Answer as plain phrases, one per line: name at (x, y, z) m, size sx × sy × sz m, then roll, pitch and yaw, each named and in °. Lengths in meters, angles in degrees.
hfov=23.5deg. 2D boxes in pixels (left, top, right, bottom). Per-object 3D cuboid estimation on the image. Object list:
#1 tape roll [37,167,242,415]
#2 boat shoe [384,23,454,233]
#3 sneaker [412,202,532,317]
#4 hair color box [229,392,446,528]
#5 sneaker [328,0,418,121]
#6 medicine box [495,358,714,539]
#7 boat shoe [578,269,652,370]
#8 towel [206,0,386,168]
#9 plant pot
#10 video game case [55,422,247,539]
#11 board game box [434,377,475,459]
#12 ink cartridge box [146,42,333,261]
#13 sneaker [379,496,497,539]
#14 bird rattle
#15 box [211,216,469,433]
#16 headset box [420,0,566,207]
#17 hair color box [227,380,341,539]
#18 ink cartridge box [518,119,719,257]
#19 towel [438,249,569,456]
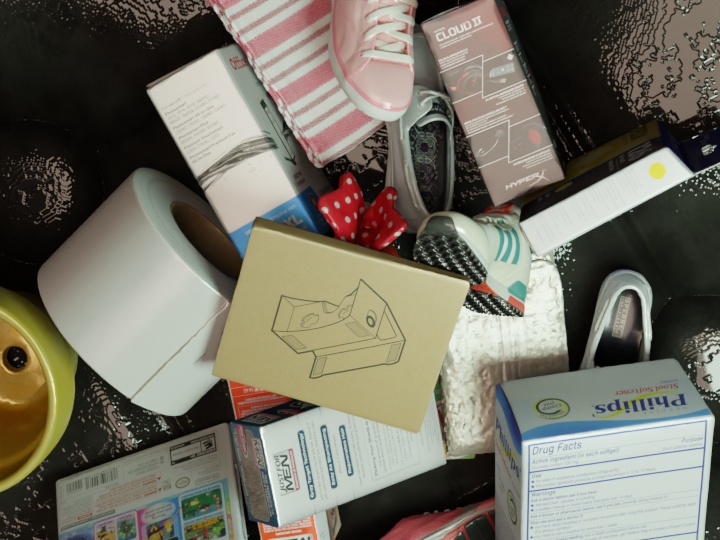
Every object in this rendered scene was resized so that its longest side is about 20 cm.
tape roll at (-0.189, 0.019, 1.657) m, size 0.139 × 0.203 × 0.203 m, roll -44°, pitch 92°, yaw 13°
boat shoe at (0.062, -0.137, 1.624) m, size 0.070 × 0.071 × 0.202 m, roll 2°, pitch 84°, yaw -30°
sneaker at (0.107, -0.029, 1.577) m, size 0.070 × 0.200 × 0.094 m, roll 5°, pitch 70°, yaw 27°
hair color box at (-0.019, 0.164, 1.647) m, size 0.199 × 0.060 × 0.100 m, roll -16°, pitch 101°, yaw -33°
sneaker at (0.021, -0.243, 1.575) m, size 0.075 × 0.105 × 0.201 m, roll 6°, pitch 59°, yaw -24°
medicine box at (0.225, 0.201, 1.630) m, size 0.181 × 0.103 × 0.201 m, roll -7°, pitch 120°, yaw -8°
boat shoe at (0.243, 0.101, 1.678) m, size 0.073 × 0.065 × 0.201 m, roll 4°, pitch 102°, yaw 7°
towel at (-0.041, -0.214, 1.642) m, size 0.146 × 0.030 × 0.200 m, roll -35°, pitch 96°, yaw -27°
plant pot at (-0.366, 0.102, 1.705) m, size 0.200 × 0.189 × 0.202 m, roll 2°, pitch 101°, yaw 8°
video game case at (-0.211, 0.261, 1.736) m, size 0.199 × 0.183 × 0.024 m, roll -19°, pitch 142°, yaw 11°
board game box at (0.062, 0.090, 1.725) m, size 0.095 × 0.030 × 0.201 m, roll -3°, pitch 98°, yaw 9°
ink cartridge box at (-0.106, -0.113, 1.646) m, size 0.084 × 0.146 × 0.200 m, roll -27°, pitch 96°, yaw 13°
sneaker at (0.078, 0.265, 1.733) m, size 0.200 × 0.087 × 0.074 m, roll -26°, pitch 127°, yaw -9°
bird rattle at (0.000, 0.000, 1.619) m, size 0.112 × 0.163 × 0.201 m, roll -15°, pitch 108°, yaw 1°
box at (-0.020, 0.050, 1.550) m, size 0.199 × 0.021 × 0.164 m, roll 16°, pitch 118°, yaw -3°
headset box at (0.122, -0.173, 1.600) m, size 0.075 × 0.149 × 0.201 m, roll -22°, pitch 97°, yaw 10°
hair color box at (-0.074, 0.181, 1.718) m, size 0.064 × 0.111 × 0.201 m, roll -8°, pitch 100°, yaw 10°
ink cartridge box at (0.241, -0.091, 1.574) m, size 0.200 × 0.198 × 0.047 m, roll -29°, pitch 96°, yaw 12°
towel at (0.137, 0.080, 1.692) m, size 0.132 × 0.034 × 0.201 m, roll -6°, pitch 99°, yaw -4°
